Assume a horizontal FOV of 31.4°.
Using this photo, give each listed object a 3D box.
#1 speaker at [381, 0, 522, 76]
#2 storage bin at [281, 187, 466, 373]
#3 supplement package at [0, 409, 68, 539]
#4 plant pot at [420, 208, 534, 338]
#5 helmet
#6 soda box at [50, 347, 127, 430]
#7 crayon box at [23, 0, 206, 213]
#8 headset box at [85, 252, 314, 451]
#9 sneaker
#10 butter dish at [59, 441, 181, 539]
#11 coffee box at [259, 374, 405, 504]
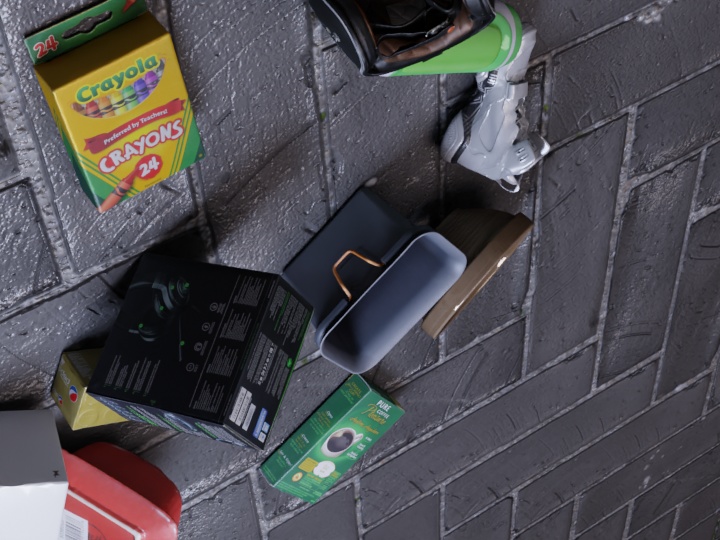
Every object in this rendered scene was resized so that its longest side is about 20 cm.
[{"bbox_3d":[0.083,-0.259,1.412,0.200,0.088,0.088,-9,133,-38],"label":"speaker"},{"bbox_3d":[0.000,0.000,1.556,0.200,0.134,0.146,-48,144,5],"label":"storage bin"},{"bbox_3d":[-0.407,0.268,1.438,0.121,0.120,0.200,1,128,-24],"label":"supplement package"},{"bbox_3d":[0.128,-0.014,1.667,0.201,0.093,0.201,-49,173,-8],"label":"plant pot"},{"bbox_3d":[0.029,-0.301,1.229,0.200,0.191,0.200,-23,179,0],"label":"helmet"},{"bbox_3d":[-0.256,0.129,1.505,0.200,0.064,0.068,-5,130,-40],"label":"soda box"},{"bbox_3d":[-0.234,-0.163,1.240,0.127,0.051,0.200,-31,142,-16],"label":"crayon box"},{"bbox_3d":[-0.179,0.085,1.388,0.093,0.200,0.174,48,55,-55],"label":"headset box"},{"bbox_3d":[0.186,-0.192,1.539,0.200,0.115,0.075,-61,167,28],"label":"sneaker"},{"bbox_3d":[-0.291,0.292,1.569,0.148,0.199,0.200,-46,160,-52],"label":"butter dish"},{"bbox_3d":[-0.038,0.243,1.845,0.200,0.044,0.123,-46,145,5],"label":"coffee box"}]
